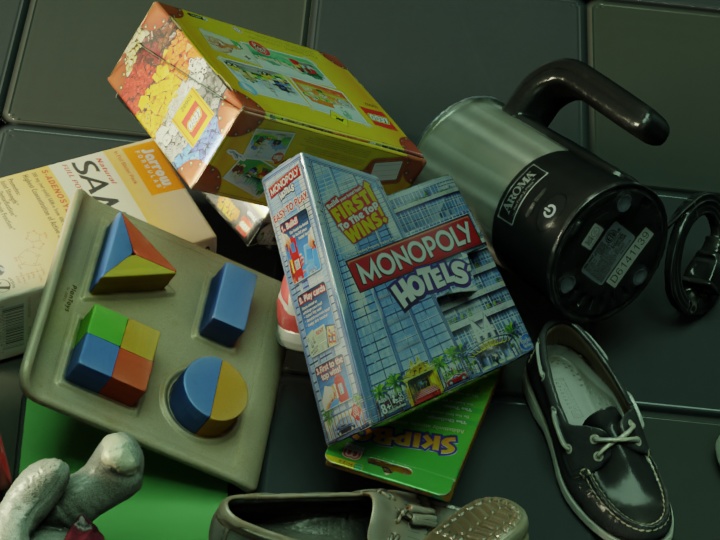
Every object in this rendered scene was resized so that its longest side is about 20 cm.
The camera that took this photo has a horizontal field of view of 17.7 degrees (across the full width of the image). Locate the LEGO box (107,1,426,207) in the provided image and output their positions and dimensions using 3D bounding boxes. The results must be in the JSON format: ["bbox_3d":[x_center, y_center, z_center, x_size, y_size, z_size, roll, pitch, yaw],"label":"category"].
[{"bbox_3d":[-0.071,-0.116,1.782,0.200,0.077,0.149,13,29,-44],"label":"LEGO box"}]

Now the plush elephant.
[{"bbox_3d":[-0.207,0.213,1.502,0.200,0.165,0.155,-16,7,-1],"label":"plush elephant"}]

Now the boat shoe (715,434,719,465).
[{"bbox_3d":[0.327,0.172,1.683,0.075,0.062,0.200,-5,48,-20],"label":"boat shoe"}]

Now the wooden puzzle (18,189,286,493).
[{"bbox_3d":[-0.138,0.045,1.689,0.200,0.046,0.185,27,49,-20],"label":"wooden puzzle"}]

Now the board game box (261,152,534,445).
[{"bbox_3d":[0.022,-0.001,1.690,0.200,0.062,0.200,-22,86,-39],"label":"board game box"}]

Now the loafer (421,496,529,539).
[{"bbox_3d":[0.040,0.235,1.582,0.200,0.068,0.076,-32,29,-15],"label":"loafer"}]

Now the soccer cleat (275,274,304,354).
[{"bbox_3d":[0.000,0.000,1.777,0.068,0.073,0.200,13,25,27],"label":"soccer cleat"}]

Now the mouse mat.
[{"bbox_3d":[-0.173,0.134,1.698,0.161,0.008,0.200,3,44,-4],"label":"mouse mat"}]

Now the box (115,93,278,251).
[{"bbox_3d":[-0.091,-0.086,1.856,0.137,0.040,0.200,8,32,-50],"label":"box"}]

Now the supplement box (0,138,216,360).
[{"bbox_3d":[-0.227,-0.017,1.792,0.200,0.074,0.126,-17,50,-23],"label":"supplement box"}]

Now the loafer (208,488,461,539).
[{"bbox_3d":[-0.008,0.185,1.626,0.200,0.063,0.072,-2,43,-12],"label":"loafer"}]

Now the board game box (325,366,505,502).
[{"bbox_3d":[0.043,0.103,1.717,0.095,0.030,0.200,16,32,9],"label":"board game box"}]

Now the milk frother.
[{"bbox_3d":[0.175,-0.045,1.843,0.180,0.200,0.188,-42,44,-10],"label":"milk frother"}]

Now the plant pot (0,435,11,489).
[{"bbox_3d":[-0.354,0.082,1.610,0.177,0.200,0.200,-16,49,-8],"label":"plant pot"}]

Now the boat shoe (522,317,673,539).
[{"bbox_3d":[0.178,0.120,1.717,0.074,0.060,0.200,-9,47,-15],"label":"boat shoe"}]
